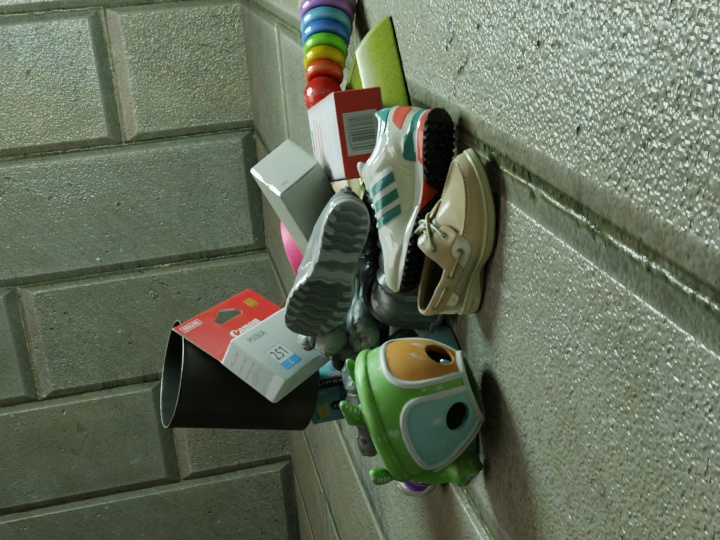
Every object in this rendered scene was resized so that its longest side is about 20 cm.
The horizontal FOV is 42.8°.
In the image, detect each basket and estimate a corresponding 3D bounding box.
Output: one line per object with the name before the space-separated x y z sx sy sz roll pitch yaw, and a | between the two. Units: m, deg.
basket | -0.168 0.158 1.290 0.180 0.199 0.137 -121 45 -63

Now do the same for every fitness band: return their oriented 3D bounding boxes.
fitness band | -0.061 -0.002 1.396 0.201 0.037 0.144 59 -161 -31

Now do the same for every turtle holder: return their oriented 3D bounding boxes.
turtle holder | 0.067 0.161 0.984 0.141 0.131 0.187 -24 -85 -80

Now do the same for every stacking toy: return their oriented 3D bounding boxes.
stacking toy | -0.052 -0.303 1.286 0.086 0.085 0.201 103 171 -63

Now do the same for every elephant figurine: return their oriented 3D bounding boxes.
elephant figurine | 0.008 0.116 1.227 0.200 0.155 0.142 55 -177 -33

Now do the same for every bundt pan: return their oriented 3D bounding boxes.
bundt pan | 0.043 -0.025 1.099 0.202 0.075 0.204 178 90 -78

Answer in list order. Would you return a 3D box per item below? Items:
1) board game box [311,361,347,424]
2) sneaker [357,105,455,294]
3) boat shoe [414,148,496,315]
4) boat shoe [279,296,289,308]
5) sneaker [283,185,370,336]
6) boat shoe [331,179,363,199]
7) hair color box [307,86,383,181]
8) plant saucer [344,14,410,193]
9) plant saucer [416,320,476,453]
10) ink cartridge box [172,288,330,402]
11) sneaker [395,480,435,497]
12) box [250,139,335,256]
board game box | -0.020 0.149 1.415 0.200 0.150 0.047 -119 23 -61
sneaker | 0.041 -0.079 0.983 0.093 0.070 0.201 18 109 36
boat shoe | 0.090 -0.030 0.919 0.201 0.064 0.072 92 165 -44
boat shoe | -0.066 0.055 1.492 0.071 0.199 0.070 55 150 5
sneaker | -0.035 -0.008 1.114 0.082 0.074 0.201 -91 24 -61
boat shoe | -0.028 -0.136 1.344 0.072 0.064 0.201 115 158 -43
hair color box | -0.017 -0.163 1.139 0.200 0.061 0.102 -160 61 -77
plant saucer | 0.019 -0.198 1.216 0.200 0.047 0.202 115 145 -72
plant saucer | 0.094 0.160 1.131 0.200 0.036 0.202 171 90 -79
ink cartridge box | -0.130 0.083 1.269 0.200 0.176 0.045 -32 -27 -60
sneaker | 0.068 0.206 1.261 0.201 0.080 0.084 66 150 27
box | -0.061 -0.069 1.202 0.082 0.068 0.200 41 166 40
